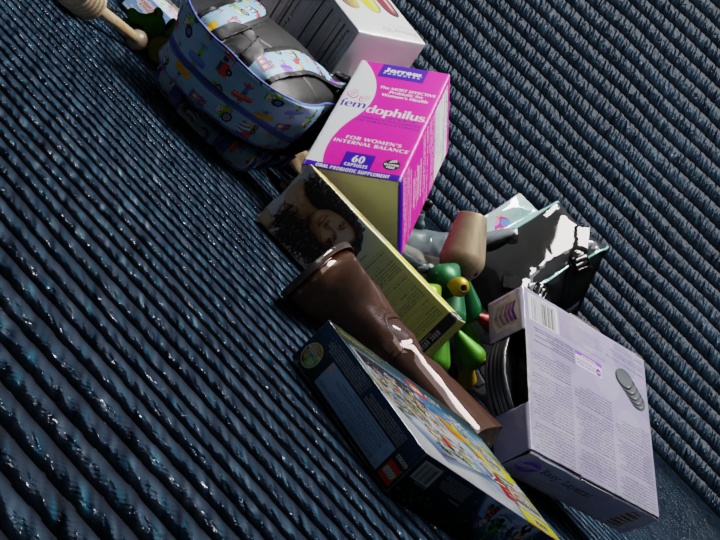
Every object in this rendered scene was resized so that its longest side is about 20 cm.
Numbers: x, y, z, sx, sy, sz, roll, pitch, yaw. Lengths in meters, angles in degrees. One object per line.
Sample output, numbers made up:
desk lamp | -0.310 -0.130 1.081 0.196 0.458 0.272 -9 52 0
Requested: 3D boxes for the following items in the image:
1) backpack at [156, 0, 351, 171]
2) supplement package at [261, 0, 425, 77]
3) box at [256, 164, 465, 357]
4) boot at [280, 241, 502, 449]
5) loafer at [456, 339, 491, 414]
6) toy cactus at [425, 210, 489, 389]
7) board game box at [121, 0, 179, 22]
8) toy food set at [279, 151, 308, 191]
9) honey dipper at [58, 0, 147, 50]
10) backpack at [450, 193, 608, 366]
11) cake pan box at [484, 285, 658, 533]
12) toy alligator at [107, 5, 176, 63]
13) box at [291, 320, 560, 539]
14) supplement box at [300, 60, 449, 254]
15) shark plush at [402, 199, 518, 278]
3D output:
backpack | -0.121 -0.189 1.576 0.183 0.135 0.200 45 15 4
supplement package | -0.042 -0.279 1.738 0.114 0.110 0.200 1 45 -47
box | 0.000 0.000 1.436 0.200 0.075 0.050 45 4 10
boot | 0.033 0.076 1.247 0.200 0.064 0.186 51 10 13
loafer | 0.169 0.148 1.603 0.063 0.072 0.200 50 2 -47
toy cactus | 0.099 0.024 1.552 0.102 0.165 0.200 7 -14 30
board game box | -0.240 -0.311 2.046 0.151 0.037 0.200 44 7 -14
toy food set | -0.024 -0.066 1.818 0.198 0.049 0.200 43 7 -18
honey dipper | -0.258 -0.258 1.609 0.038 0.038 0.200 46 2 11
backpack | 0.160 0.028 1.749 0.153 0.176 0.200 39 -33 25
cake pan box | 0.201 0.132 1.500 0.200 0.052 0.185 29 44 -35
toy alligator | -0.224 -0.266 1.771 0.200 0.054 0.059 43 6 -24
box | 0.049 0.127 1.087 0.200 0.038 0.137 39 9 -47
supplement box | 0.018 -0.114 1.590 0.101 0.104 0.200 10 39 13
shark plush | 0.059 -0.033 1.620 0.091 0.199 0.084 -24 114 -74
